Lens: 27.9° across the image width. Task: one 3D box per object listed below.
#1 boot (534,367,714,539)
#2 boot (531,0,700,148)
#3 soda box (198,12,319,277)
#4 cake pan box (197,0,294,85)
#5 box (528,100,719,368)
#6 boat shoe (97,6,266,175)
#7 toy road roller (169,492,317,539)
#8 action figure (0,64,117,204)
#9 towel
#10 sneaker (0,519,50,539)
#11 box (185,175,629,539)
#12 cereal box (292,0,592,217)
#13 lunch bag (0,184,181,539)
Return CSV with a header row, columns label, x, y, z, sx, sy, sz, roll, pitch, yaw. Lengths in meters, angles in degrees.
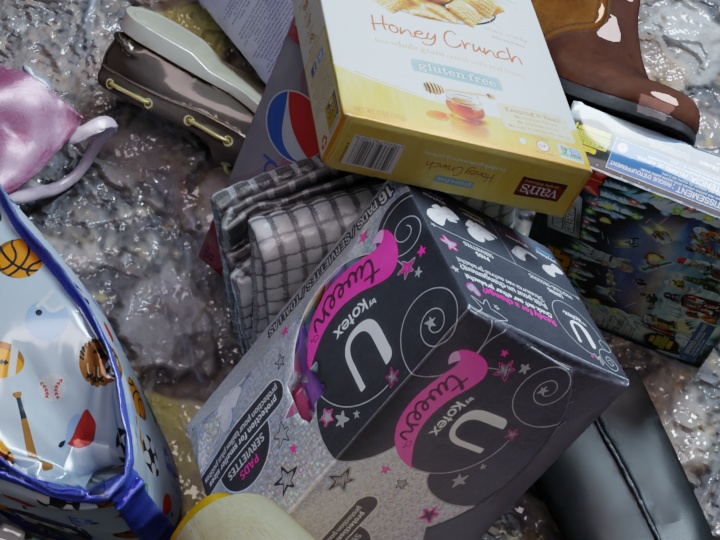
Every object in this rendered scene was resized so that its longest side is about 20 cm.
label,x,y,z,sx,sy,sz,roll,pitch,yaw
boot,0.135,0.173,0.857,0.163,0.066,0.202,-15,69,-19
boot,0.172,-0.178,0.861,0.201,0.068,0.188,-55,38,0
soda box,-0.030,-0.074,0.893,0.063,0.201,0.070,39,38,15
cake pan box,-0.026,-0.220,0.968,0.201,0.052,0.185,-55,52,20
box,0.170,-0.015,0.874,0.135,0.201,0.040,22,68,9
boat shoe,-0.086,-0.101,0.982,0.199,0.072,0.060,33,107,-1
toy road roller,-0.029,0.216,0.682,0.146,0.200,0.122,-50,36,-8
action figure,-0.259,-0.041,0.907,0.148,0.134,0.201,29,35,-14
towel,0.000,0.000,0.860,0.163,0.201,0.086,-19,54,-11
sneaker,-0.251,0.172,0.822,0.198,0.078,0.092,26,77,-9
box,0.019,0.073,0.773,0.201,0.131,0.115,-50,41,21
cereal box,0.036,-0.123,0.792,0.142,0.040,0.202,9,44,-22
lunch bag,-0.185,0.076,0.832,0.124,0.170,0.200,-40,73,-13
